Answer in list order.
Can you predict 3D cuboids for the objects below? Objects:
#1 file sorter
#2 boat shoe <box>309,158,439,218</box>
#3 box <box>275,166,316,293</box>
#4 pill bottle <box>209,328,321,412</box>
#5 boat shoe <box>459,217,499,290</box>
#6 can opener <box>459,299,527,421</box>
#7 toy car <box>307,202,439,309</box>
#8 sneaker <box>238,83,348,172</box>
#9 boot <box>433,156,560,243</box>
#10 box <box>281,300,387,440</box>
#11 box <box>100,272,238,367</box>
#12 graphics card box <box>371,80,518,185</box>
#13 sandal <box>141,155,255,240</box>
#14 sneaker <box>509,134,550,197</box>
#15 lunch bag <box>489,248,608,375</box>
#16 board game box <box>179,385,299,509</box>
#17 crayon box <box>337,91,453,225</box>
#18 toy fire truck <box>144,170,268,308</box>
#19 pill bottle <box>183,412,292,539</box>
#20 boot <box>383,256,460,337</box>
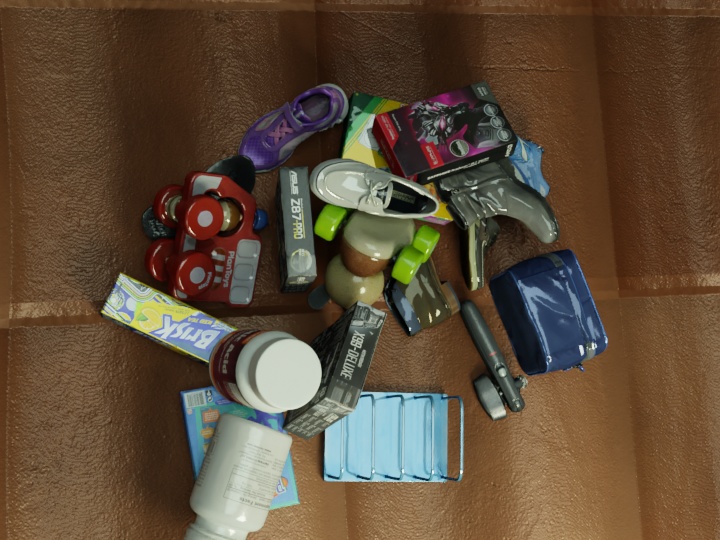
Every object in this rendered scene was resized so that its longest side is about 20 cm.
[{"bbox_3d":[0.052,0.256,1.634,0.199,0.123,0.140,3,82,-12],"label":"file sorter"},{"bbox_3d":[0.024,-0.114,1.562,0.199,0.066,0.072,16,95,-28],"label":"boat shoe"},{"bbox_3d":[-0.101,-0.057,1.605,0.049,0.200,0.162,-2,81,-7],"label":"box"},{"bbox_3d":[-0.136,0.142,1.515,0.114,0.200,0.115,1,88,-24],"label":"pill bottle"},{"bbox_3d":[0.196,-0.067,1.736,0.064,0.073,0.201,0,82,-7],"label":"boat shoe"},{"bbox_3d":[0.209,0.140,1.713,0.078,0.063,0.201,-21,87,-13],"label":"can opener"},{"bbox_3d":[0.000,0.000,1.646,0.164,0.158,0.201,29,121,8],"label":"toy car"},{"bbox_3d":[-0.109,-0.230,1.675,0.200,0.088,0.081,-35,93,0],"label":"sneaker"},{"bbox_3d":[0.211,-0.096,1.686,0.131,0.070,0.200,-32,69,-20],"label":"boot"},{"bbox_3d":[-0.041,0.151,1.570,0.050,0.200,0.158,25,61,-13],"label":"box"},{"bbox_3d":[-0.289,0.080,1.616,0.199,0.064,0.070,26,78,-8],"label":"box"},{"bbox_3d":[0.132,-0.212,1.675,0.199,0.051,0.126,-18,66,-13],"label":"graphics card box"},{"bbox_3d":[-0.244,-0.107,1.650,0.200,0.043,0.076,-35,104,-8],"label":"sandal"},{"bbox_3d":[0.250,-0.196,1.773,0.089,0.078,0.201,-30,95,-25],"label":"sneaker"},{"bbox_3d":[0.311,0.072,1.707,0.132,0.136,0.201,-21,88,-13],"label":"lunch bag"},{"bbox_3d":[-0.185,0.270,1.620,0.151,0.045,0.201,-9,83,-14],"label":"board game box"},{"bbox_3d":[0.065,-0.181,1.731,0.199,0.058,0.174,12,80,-10],"label":"crayon box"},{"bbox_3d":[-0.221,-0.046,1.608,0.167,0.112,0.201,5,99,-39],"label":"toy fire truck"},{"bbox_3d":[-0.182,0.317,1.532,0.114,0.114,0.201,21,79,-8],"label":"pill bottle"},{"bbox_3d":[0.069,0.008,1.697,0.097,0.075,0.200,-36,92,-17],"label":"boot"}]
